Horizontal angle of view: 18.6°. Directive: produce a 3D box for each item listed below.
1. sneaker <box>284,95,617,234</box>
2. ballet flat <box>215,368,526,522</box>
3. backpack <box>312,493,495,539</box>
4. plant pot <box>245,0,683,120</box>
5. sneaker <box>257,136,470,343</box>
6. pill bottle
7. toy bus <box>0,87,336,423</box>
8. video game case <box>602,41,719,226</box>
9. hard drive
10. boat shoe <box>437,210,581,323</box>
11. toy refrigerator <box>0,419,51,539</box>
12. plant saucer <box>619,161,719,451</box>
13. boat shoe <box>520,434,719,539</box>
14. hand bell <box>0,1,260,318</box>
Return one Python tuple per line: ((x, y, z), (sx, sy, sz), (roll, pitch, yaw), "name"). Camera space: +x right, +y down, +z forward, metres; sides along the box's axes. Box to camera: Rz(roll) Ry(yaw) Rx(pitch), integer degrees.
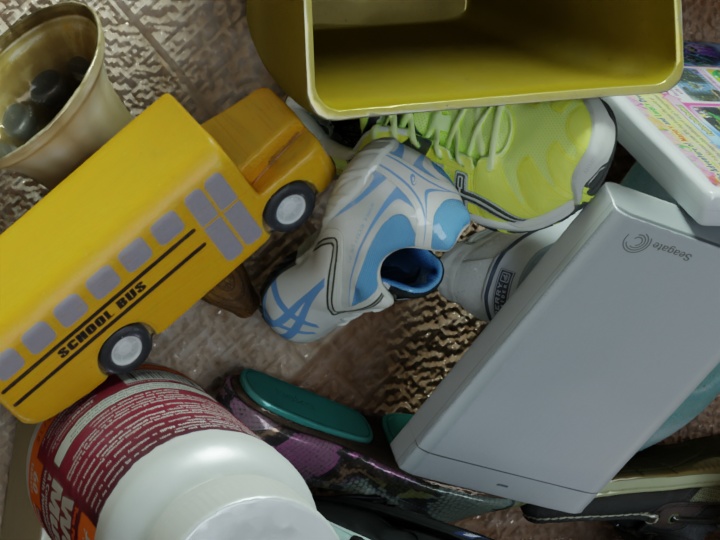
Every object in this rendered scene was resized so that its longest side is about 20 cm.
((0.042, -0.064, 1.132), (0.076, 0.199, 0.076), (21, 75, -46), "sneaker")
((0.002, 0.112, 1.245), (0.199, 0.069, 0.071), (17, 114, -22), "ballet flat")
((0.026, 0.196, 1.155), (0.177, 0.199, 0.151), (30, 84, -55), "backpack")
((0.029, -0.187, 1.107), (0.199, 0.176, 0.202), (-6, 99, -22), "plant pot")
((0.000, 0.000, 1.143), (0.072, 0.200, 0.072), (44, 63, 4), "sneaker")
((-0.084, 0.119, 1.044), (0.109, 0.200, 0.110), (-6, 105, -22), "pill bottle")
((-0.111, -0.016, 1.077), (0.200, 0.065, 0.078), (-41, 138, -4), "toy bus")
((0.220, -0.078, 1.212), (0.181, 0.200, 0.024), (0, 120, -23), "video game case")
((0.123, 0.047, 1.170), (0.131, 0.027, 0.200), (17, 125, -32), "hard drive")
((0.108, -0.012, 1.249), (0.201, 0.086, 0.075), (-22, 122, -49), "boat shoe")
((-0.152, 0.159, 1.178), (0.070, 0.076, 0.201), (6, 100, -24), "toy refrigerator")
((0.190, 0.016, 1.261), (0.201, 0.039, 0.202), (-28, 127, -44), "plant saucer")
((0.185, 0.140, 1.321), (0.200, 0.072, 0.067), (-5, 100, -27), "boat shoe")
((-0.115, -0.036, 1.151), (0.104, 0.104, 0.200), (-48, 127, -6), "hand bell")
